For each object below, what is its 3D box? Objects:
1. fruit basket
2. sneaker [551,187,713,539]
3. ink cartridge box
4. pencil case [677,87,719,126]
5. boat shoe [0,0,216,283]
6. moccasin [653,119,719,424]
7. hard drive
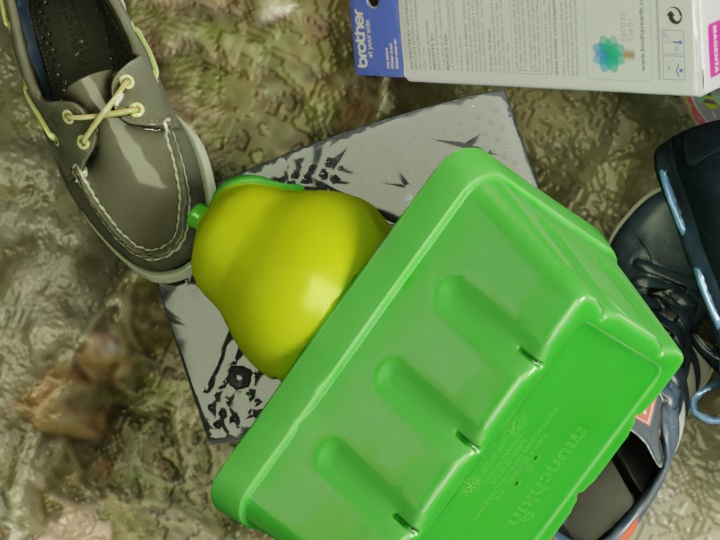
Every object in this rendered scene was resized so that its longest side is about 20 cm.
[{"bbox_3d":[0.013,0.036,0.765,0.216,0.155,0.216,-18,60,34],"label":"fruit basket"},{"bbox_3d":[0.135,0.053,0.799,0.075,0.085,0.200,18,89,8],"label":"sneaker"},{"bbox_3d":[0.080,-0.149,0.792,0.200,0.042,0.119,7,110,36],"label":"ink cartridge box"},{"bbox_3d":[0.167,-0.131,0.808,0.087,0.087,0.200,-34,84,4],"label":"pencil case"},{"bbox_3d":[-0.132,-0.086,0.830,0.072,0.060,0.202,-27,70,4],"label":"boat shoe"},{"bbox_3d":[0.189,0.022,0.772,0.068,0.080,0.200,-7,104,35],"label":"moccasin"},{"bbox_3d":[0.000,0.000,0.839,0.200,0.042,0.135,-20,85,6],"label":"hard drive"}]
